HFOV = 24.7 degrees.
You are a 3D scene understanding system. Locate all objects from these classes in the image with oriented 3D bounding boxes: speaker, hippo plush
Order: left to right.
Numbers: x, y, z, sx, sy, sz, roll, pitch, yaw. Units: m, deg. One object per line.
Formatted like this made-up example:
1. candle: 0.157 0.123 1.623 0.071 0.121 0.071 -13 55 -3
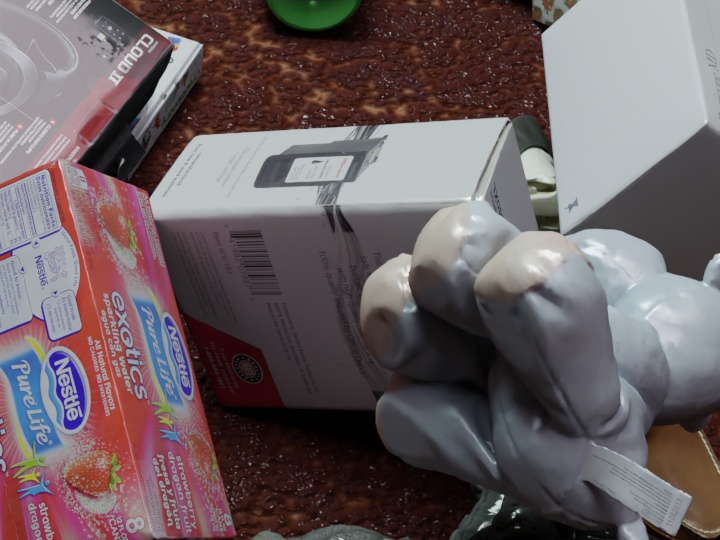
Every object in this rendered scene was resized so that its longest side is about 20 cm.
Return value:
1. speaker: -0.040 -0.276 1.282 0.088 0.089 0.201 3 45 -8
2. hippo plush: 0.115 0.030 0.770 0.160 0.160 0.200 -29 45 -36

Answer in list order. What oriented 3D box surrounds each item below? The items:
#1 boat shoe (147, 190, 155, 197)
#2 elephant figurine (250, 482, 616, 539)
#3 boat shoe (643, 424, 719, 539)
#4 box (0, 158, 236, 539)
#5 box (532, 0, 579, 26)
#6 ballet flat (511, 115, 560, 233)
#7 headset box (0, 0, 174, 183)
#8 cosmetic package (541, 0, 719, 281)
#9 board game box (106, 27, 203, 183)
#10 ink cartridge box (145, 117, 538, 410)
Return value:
1. boat shoe: -0.099 -0.024 1.029 0.199 0.069 0.084 -23 53 -29
2. elephant figurine: 0.050 0.176 0.818 0.155 0.142 0.200 23 37 33
3. boat shoe: 0.150 0.071 0.959 0.075 0.074 0.200 -26 69 -29
4. box: -0.147 0.057 0.844 0.099 0.095 0.201 -22 75 18
5. box: 0.189 -0.186 1.211 0.041 0.039 0.200 -12 24 -19
6. ballet flat: 0.096 -0.029 1.070 0.068 0.068 0.200 3 43 36
7. headset box: -0.218 -0.113 0.960 0.200 0.077 0.149 35 63 -4
8. cosmetic package: 0.229 -0.075 1.043 0.200 0.123 0.200 30 38 -26
9. board game box: -0.225 -0.141 1.146 0.199 0.035 0.126 19 47 9
10. ink cartridge box: 0.000 0.000 0.922 0.199 0.146 0.084 -1 37 24
